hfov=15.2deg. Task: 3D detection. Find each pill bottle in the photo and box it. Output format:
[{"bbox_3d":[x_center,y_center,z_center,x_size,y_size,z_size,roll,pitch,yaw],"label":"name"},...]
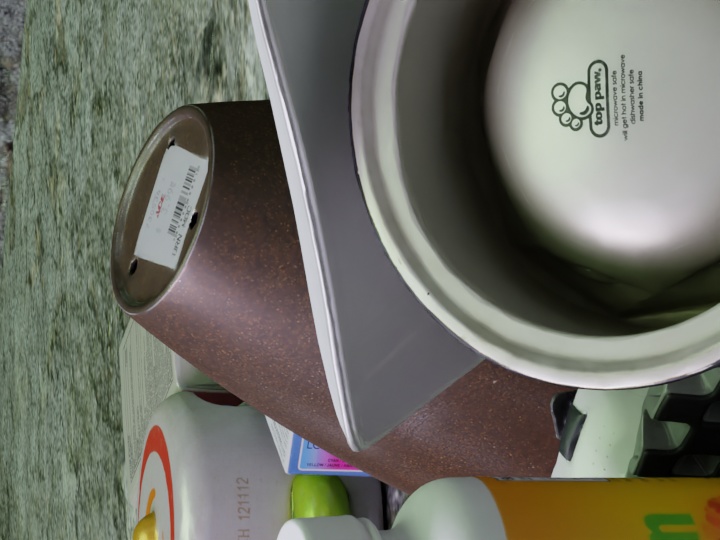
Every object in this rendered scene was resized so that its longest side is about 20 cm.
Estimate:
[{"bbox_3d":[0.071,0.131,0.984,0.111,0.199,0.112,-179,90,-76],"label":"pill bottle"}]

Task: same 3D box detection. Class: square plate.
[{"bbox_3d":[0.030,-0.061,1.040,0.028,0.200,0.199,5,116,38],"label":"square plate"}]

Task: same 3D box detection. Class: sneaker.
[{"bbox_3d":[0.117,0.063,1.082,0.200,0.074,0.089,119,151,-42],"label":"sneaker"}]

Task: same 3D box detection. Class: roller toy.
[{"bbox_3d":[-0.071,0.168,1.661,0.183,0.139,0.201,-105,21,-50],"label":"roller toy"}]

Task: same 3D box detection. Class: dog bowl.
[{"bbox_3d":[0.099,-0.059,0.955,0.074,0.199,0.201,-2,-86,-62],"label":"dog bowl"}]

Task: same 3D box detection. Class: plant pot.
[{"bbox_3d":[0.000,0.000,1.175,0.187,0.199,0.188,-38,43,47],"label":"plant pot"}]

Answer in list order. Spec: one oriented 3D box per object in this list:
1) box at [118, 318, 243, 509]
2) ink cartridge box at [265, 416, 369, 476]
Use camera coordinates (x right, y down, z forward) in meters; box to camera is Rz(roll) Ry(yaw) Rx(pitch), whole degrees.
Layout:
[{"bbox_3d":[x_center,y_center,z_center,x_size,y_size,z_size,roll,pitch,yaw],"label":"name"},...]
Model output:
[{"bbox_3d":[-0.092,0.066,1.815,0.200,0.108,0.128,117,151,-60],"label":"box"},{"bbox_3d":[-0.009,0.001,1.561,0.137,0.076,0.201,-114,28,-58],"label":"ink cartridge box"}]
